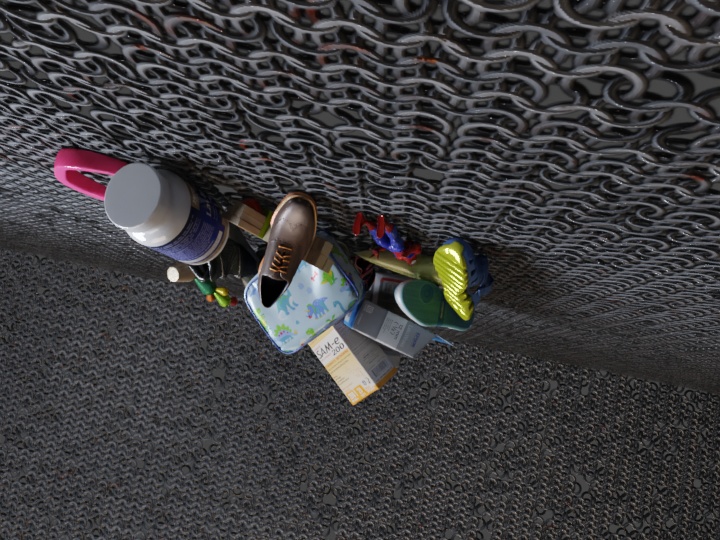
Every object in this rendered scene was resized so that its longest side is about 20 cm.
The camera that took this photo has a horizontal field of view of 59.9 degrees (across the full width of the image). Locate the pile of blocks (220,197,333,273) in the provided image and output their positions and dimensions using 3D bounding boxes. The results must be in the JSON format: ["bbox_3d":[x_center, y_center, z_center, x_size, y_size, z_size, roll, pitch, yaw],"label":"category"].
[{"bbox_3d":[-0.126,-0.068,1.023,0.197,0.063,0.082,29,177,-20],"label":"pile of blocks"}]

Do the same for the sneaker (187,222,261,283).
[{"bbox_3d":[-0.246,-0.012,1.130,0.075,0.115,0.201,27,160,29],"label":"sneaker"}]

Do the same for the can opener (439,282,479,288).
[{"bbox_3d":[0.178,0.035,1.247,0.052,0.069,0.200,12,172,-12],"label":"can opener"}]

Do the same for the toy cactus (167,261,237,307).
[{"bbox_3d":[-0.338,-0.006,1.323,0.100,0.204,0.165,-20,-178,24],"label":"toy cactus"}]

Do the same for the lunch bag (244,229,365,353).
[{"bbox_3d":[-0.100,0.034,1.118,0.162,0.199,0.082,52,-162,-2],"label":"lunch bag"}]

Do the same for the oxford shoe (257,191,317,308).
[{"bbox_3d":[-0.111,-0.026,0.941,0.070,0.074,0.202,14,130,-10],"label":"oxford shoe"}]

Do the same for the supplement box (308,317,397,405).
[{"bbox_3d":[-0.028,0.175,1.348,0.073,0.201,0.126,-34,174,-38],"label":"supplement box"}]

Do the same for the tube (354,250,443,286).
[{"bbox_3d":[0.087,-0.013,1.146,0.195,0.053,0.059,13,145,14],"label":"tube"}]

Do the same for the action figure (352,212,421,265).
[{"bbox_3d":[0.052,-0.042,1.008,0.064,0.053,0.199,3,171,26],"label":"action figure"}]

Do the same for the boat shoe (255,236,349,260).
[{"bbox_3d":[-0.108,-0.040,1.188,0.196,0.073,0.061,-4,-151,20],"label":"boat shoe"}]

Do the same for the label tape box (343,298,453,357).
[{"bbox_3d":[0.070,0.124,1.244,0.197,0.067,0.143,29,175,-8],"label":"label tape box"}]

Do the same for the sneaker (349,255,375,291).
[{"bbox_3d":[0.000,0.000,1.250,0.094,0.080,0.199,-31,173,21],"label":"sneaker"}]

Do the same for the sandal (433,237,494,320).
[{"bbox_3d":[0.176,0.001,1.036,0.080,0.087,0.201,46,171,28],"label":"sandal"}]

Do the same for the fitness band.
[{"bbox_3d":[-0.414,-0.145,1.000,0.141,0.038,0.199,16,169,-23],"label":"fitness band"}]

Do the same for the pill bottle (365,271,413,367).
[{"bbox_3d":[0.056,0.112,1.430,0.111,0.206,0.114,8,176,1],"label":"pill bottle"}]

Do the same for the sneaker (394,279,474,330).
[{"bbox_3d":[0.109,0.064,1.174,0.197,0.081,0.129,23,170,-38],"label":"sneaker"}]

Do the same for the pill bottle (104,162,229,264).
[{"bbox_3d":[-0.291,-0.084,0.955,0.113,0.119,0.200,9,171,16],"label":"pill bottle"}]

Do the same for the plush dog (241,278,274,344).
[{"bbox_3d":[-0.156,0.055,1.409,0.169,0.202,0.161,-28,155,-12],"label":"plush dog"}]
